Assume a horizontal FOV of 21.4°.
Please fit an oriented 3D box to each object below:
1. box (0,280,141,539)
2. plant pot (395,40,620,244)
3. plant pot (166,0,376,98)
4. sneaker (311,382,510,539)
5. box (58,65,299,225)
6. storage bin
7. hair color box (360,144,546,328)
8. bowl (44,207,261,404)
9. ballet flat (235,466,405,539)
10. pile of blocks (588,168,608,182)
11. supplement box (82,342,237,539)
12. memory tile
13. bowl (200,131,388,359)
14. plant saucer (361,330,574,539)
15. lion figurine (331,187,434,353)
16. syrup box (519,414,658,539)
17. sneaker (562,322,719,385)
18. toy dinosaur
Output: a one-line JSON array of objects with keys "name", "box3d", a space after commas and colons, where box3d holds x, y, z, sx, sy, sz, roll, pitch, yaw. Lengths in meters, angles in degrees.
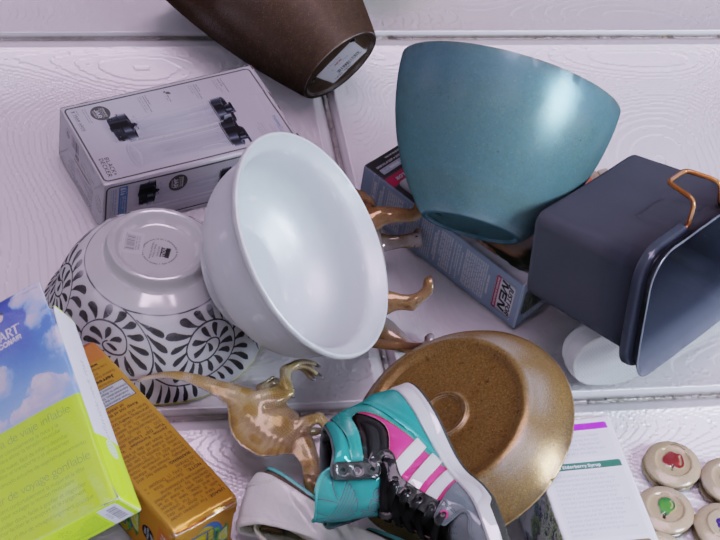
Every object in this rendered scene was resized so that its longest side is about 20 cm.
[{"name": "box", "box3d": [-0.260, 0.123, 1.478, 0.121, 0.048, 0.201, -28, 62, 8]}, {"name": "plant pot", "box3d": [0.114, -0.101, 1.664, 0.199, 0.200, 0.136, 15, 81, 5]}, {"name": "plant pot", "box3d": [-0.080, -0.275, 1.890, 0.186, 0.187, 0.200, -31, 73, -34]}, {"name": "sneaker", "box3d": [0.025, 0.174, 1.423, 0.120, 0.084, 0.200, -15, 46, -21]}, {"name": "box", "box3d": [-0.170, -0.116, 1.781, 0.199, 0.060, 0.117, -17, 51, -24]}, {"name": "storage bin", "box3d": [0.241, -0.026, 1.624, 0.134, 0.146, 0.200, 26, 39, 30]}, {"name": "hair color box", "box3d": [0.103, -0.044, 1.760, 0.200, 0.061, 0.099, 38, 52, 24]}, {"name": "bowl", "box3d": [-0.176, 0.009, 1.634, 0.199, 0.095, 0.201, 6, 44, -6]}, {"name": "ballet flat", "box3d": [-0.013, 0.225, 1.481, 0.199, 0.070, 0.069, 26, 47, 21]}, {"name": "pile of blocks", "box3d": [0.214, -0.065, 1.800, 0.199, 0.062, 0.082, 8, 45, -2]}, {"name": "supplement box", "box3d": [-0.182, 0.150, 1.513, 0.069, 0.067, 0.200, -29, 56, -32]}, {"name": "memory tile", "box3d": [0.324, 0.220, 1.572, 0.199, 0.017, 0.154, 16, 45, 4]}, {"name": "bowl", "box3d": [-0.070, -0.007, 1.596, 0.201, 0.090, 0.202, 35, 43, -41]}, {"name": "plant saucer", "box3d": [0.073, 0.124, 1.538, 0.199, 0.035, 0.201, -14, 50, 18]}, {"name": "lion figurine", "box3d": [0.000, 0.000, 1.692, 0.122, 0.073, 0.201, -5, 51, -4]}, {"name": "syrup box", "box3d": [0.183, 0.216, 1.505, 0.081, 0.079, 0.201, -4, 46, -13]}, {"name": "sneaker", "box3d": [0.234, 0.030, 1.711, 0.199, 0.074, 0.116, -17, 47, -34]}, {"name": "toy dinosaur", "box3d": [-0.079, 0.113, 1.564, 0.200, 0.058, 0.101, 36, 42, 14]}]
